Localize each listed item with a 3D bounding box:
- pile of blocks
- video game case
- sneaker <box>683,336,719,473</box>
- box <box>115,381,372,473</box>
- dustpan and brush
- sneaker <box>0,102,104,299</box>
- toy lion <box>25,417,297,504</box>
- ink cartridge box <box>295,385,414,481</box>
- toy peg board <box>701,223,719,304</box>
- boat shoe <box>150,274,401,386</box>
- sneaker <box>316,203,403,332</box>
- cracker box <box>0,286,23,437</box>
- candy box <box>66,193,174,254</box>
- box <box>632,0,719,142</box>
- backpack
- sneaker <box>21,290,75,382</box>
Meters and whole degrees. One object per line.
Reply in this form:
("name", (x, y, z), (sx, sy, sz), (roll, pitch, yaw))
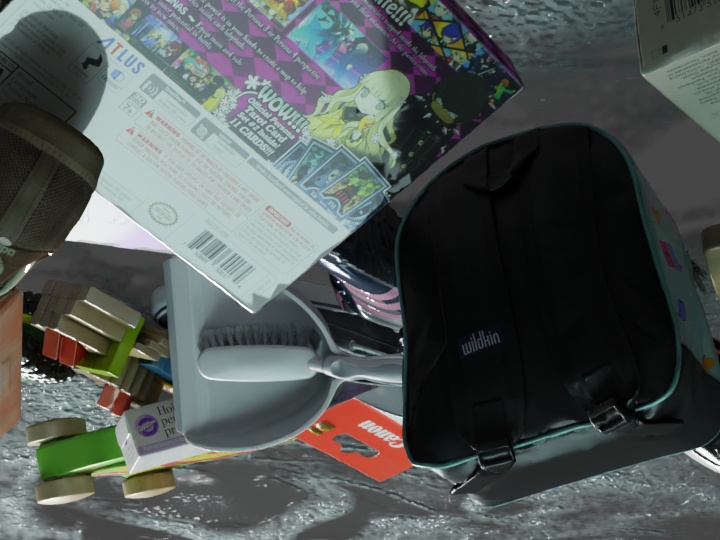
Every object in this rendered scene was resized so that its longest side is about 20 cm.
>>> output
("pile of blocks", (-0.169, 0.073, 0.978), (0.082, 0.062, 0.200), (15, 164, 25))
("video game case", (-0.055, -0.093, 0.610), (0.181, 0.036, 0.200), (-40, 122, 18))
("sneaker", (0.206, 0.068, 0.851), (0.200, 0.070, 0.090), (24, 161, 44))
("box", (-0.087, 0.108, 1.032), (0.200, 0.039, 0.041), (-13, 157, -26))
("dustpan and brush", (-0.039, 0.060, 0.901), (0.199, 0.140, 0.057), (0, -166, 8))
("sneaker", (-0.179, -0.023, 0.614), (0.070, 0.076, 0.200), (34, 160, -17))
("toy lion", (-0.144, 0.140, 1.108), (0.191, 0.069, 0.200), (-17, 167, 21))
("ink cartridge box", (0.064, 0.132, 1.045), (0.200, 0.047, 0.160), (-24, 146, 22))
("toy peg board", (0.332, -0.009, 0.847), (0.200, 0.098, 0.199), (-11, 139, 21))
("boat shoe", (-0.053, 0.050, 0.966), (0.199, 0.068, 0.072), (9, 151, -13))
("sneaker", (0.000, 0.000, 0.869), (0.082, 0.070, 0.200), (-22, 143, 33))
("cracker box", (-0.286, 0.012, 0.770), (0.200, 0.058, 0.134), (34, 142, 13))
("candy box", (-0.126, -0.080, 0.715), (0.200, 0.072, 0.168), (8, 151, -17))
("box", (0.224, -0.098, 0.686), (0.082, 0.069, 0.200), (-21, 146, 35))
("backpack", (0.113, 0.024, 0.784), (0.176, 0.200, 0.153), (-23, 152, 24))
("sneaker", (-0.286, 0.037, 0.931), (0.085, 0.078, 0.200), (-12, 150, 24))
